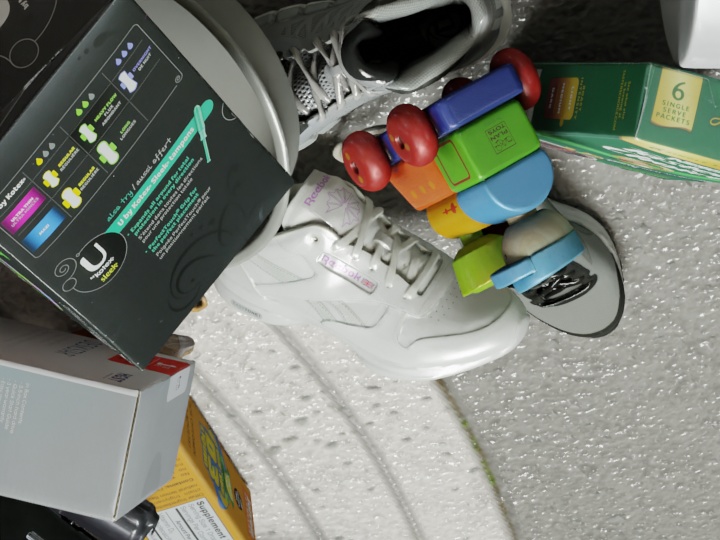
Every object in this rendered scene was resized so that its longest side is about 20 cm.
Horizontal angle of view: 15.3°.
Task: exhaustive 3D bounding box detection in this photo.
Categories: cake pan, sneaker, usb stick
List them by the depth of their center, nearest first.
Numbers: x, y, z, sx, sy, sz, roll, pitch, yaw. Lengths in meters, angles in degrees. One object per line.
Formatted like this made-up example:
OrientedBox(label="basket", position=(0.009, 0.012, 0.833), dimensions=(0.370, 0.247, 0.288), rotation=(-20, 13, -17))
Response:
OrientedBox(label="sneaker", position=(-0.019, -0.109, 1.402), dimensions=(0.199, 0.116, 0.075), rotation=(-25, 95, 10))
OrientedBox(label="cake pan", position=(-0.114, -0.091, 1.409), dimensions=(0.199, 0.037, 0.201), rotation=(21, 136, 22))
OrientedBox(label="sneaker", position=(0.000, 0.000, 1.522), dimensions=(0.199, 0.075, 0.100), rotation=(16, 138, 18))
OrientedBox(label="sneaker", position=(0.096, -0.012, 1.563), dimensions=(0.074, 0.080, 0.200), rotation=(-26, 137, 18))
OrientedBox(label="usb stick", position=(-0.213, 0.111, 1.635), dimensions=(0.199, 0.033, 0.055), rotation=(32, 162, -1))

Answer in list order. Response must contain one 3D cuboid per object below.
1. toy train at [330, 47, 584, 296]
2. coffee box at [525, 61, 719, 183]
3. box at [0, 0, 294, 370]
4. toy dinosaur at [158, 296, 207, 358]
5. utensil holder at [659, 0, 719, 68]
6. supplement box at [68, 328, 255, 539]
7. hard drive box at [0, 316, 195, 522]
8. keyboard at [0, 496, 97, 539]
OrientedBox(label="toy train", position=(0.048, -0.037, 1.452), dimensions=(0.084, 0.116, 0.200), rotation=(-28, -179, -22))
OrientedBox(label="coffee box", position=(0.160, -0.078, 1.429), dimensions=(0.122, 0.044, 0.200), rotation=(14, 179, -21))
OrientedBox(label="box", position=(-0.151, -0.071, 1.244), dimensions=(0.125, 0.148, 0.200), rotation=(-51, 148, -5))
OrientedBox(label="toy dinosaur", position=(-0.147, -0.006, 1.547), dimensions=(0.106, 0.061, 0.200), rotation=(-33, 124, 14))
OrientedBox(label="utensil holder", position=(0.253, -0.182, 1.325), dimensions=(0.198, 0.171, 0.171), rotation=(-2, 139, -1))
OrientedBox(label="supplement box", position=(-0.129, 0.117, 1.690), dimensions=(0.068, 0.067, 0.201), rotation=(-16, 138, 9))
OrientedBox(label="hard drive box", position=(-0.209, 0.074, 1.520), dimensions=(0.198, 0.156, 0.077), rotation=(13, 96, 6))
OrientedBox(label="keyboard", position=(-0.196, 0.173, 1.720), dimensions=(0.200, 0.040, 0.104), rotation=(38, 111, -4))
